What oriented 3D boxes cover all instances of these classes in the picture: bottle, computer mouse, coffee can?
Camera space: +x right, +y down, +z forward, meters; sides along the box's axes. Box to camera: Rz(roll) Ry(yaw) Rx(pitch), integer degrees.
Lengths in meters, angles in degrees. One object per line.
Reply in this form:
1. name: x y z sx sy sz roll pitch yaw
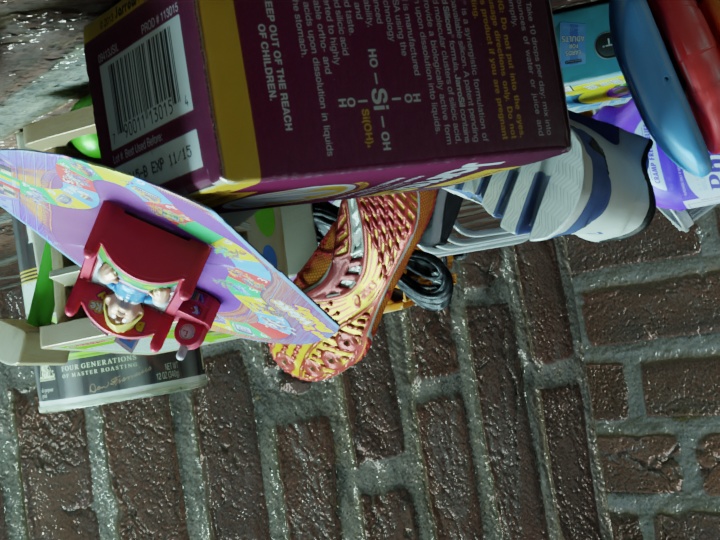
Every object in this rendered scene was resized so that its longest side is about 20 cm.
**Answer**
1. bottle: 0.207 -0.081 0.849 0.198 0.085 0.065 -9 -174 28
2. computer mouse: 0.028 -0.074 0.946 0.138 0.201 0.053 28 -132 13
3. coffee can: -0.215 0.009 1.149 0.145 0.202 0.146 -9 178 0

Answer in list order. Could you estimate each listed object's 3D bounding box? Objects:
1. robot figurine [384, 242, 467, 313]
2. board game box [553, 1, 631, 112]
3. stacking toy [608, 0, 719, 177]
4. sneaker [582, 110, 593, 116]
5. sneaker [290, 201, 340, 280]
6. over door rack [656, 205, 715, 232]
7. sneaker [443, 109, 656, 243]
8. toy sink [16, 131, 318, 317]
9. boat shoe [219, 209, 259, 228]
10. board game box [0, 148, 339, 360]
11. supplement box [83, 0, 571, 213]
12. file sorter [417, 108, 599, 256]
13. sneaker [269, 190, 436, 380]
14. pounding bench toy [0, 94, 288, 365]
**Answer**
1. robot figurine: 0.003 0.001 1.241 0.199 0.059 0.144 2 -165 44
2. board game box: 0.206 -0.147 0.879 0.198 0.048 0.151 -10 178 16
3. stacking toy: 0.241 -0.141 0.739 0.198 0.117 0.110 -24 -176 11
4. sneaker: 0.132 -0.123 1.224 0.198 0.074 0.077 -13 157 -14
5. sneaker: -0.040 -0.051 1.085 0.200 0.075 0.100 -46 -175 15
6. over door rack: 0.255 -0.111 1.011 0.147 0.067 0.200 -35 -164 4
7. sneaker: 0.100 -0.063 0.784 0.114 0.081 0.199 14 -162 -37
8. toy sink: -0.140 -0.045 0.997 0.198 0.132 0.112 -10 178 -7
9. boat shoe: -0.059 -0.085 0.763 0.074 0.062 0.200 -3 -150 41
10. board game box: -0.107 0.009 0.665 0.157 0.039 0.200 8 157 33
11. supplement box: -0.017 -0.089 0.662 0.198 0.104 0.130 -9 178 -32
12. file sorter: 0.103 -0.085 1.073 0.137 0.126 0.200 -9 178 -10
13. sneaker: 0.000 0.000 0.914 0.201 0.073 0.077 -55 176 36
14. pounding bench toy: -0.155 -0.029 0.865 0.198 0.158 0.124 -11 171 23
